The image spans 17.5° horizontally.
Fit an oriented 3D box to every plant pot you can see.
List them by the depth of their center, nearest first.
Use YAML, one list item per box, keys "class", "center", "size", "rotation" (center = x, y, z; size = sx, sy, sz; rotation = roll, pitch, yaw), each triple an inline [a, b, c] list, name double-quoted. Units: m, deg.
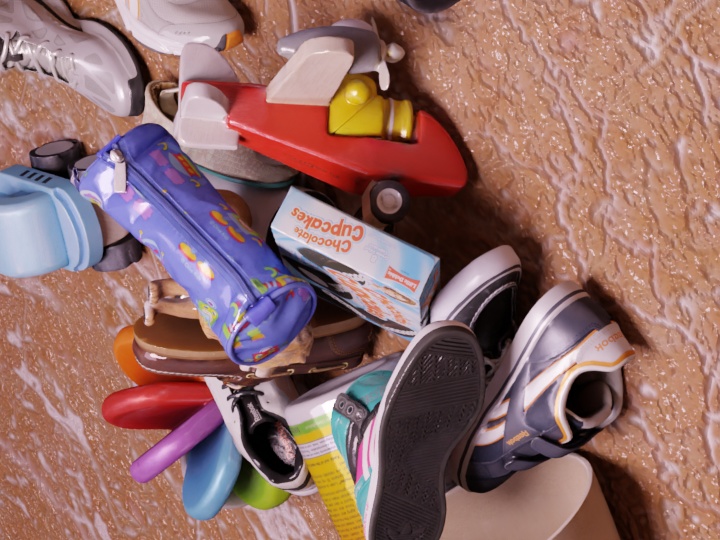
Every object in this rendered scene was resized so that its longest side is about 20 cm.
- class: "plant pot"
  center: [0.134, 0.266, 1.708]
  size: [0.187, 0.187, 0.200]
  rotation: [-7, 119, 55]

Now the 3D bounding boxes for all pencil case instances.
- class: "pencil case"
  center: [-0.119, -0.023, 1.676]
  size: [0.200, 0.078, 0.087]
  rotation: [46, -178, 22]

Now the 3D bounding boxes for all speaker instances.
- class: "speaker"
  center: [-0.106, -0.042, 1.888]
  size: [0.200, 0.081, 0.081]
  rotation: [17, 125, 48]

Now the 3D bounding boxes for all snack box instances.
- class: "snack box"
  center: [0.000, 0.000, 1.689]
  size: [0.116, 0.037, 0.200]
  rotation: [26, 171, 7]

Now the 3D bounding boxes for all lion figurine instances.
- class: "lion figurine"
  center: [-0.107, -0.011, 1.767]
  size: [0.073, 0.122, 0.200]
  rotation: [106, 157, -55]

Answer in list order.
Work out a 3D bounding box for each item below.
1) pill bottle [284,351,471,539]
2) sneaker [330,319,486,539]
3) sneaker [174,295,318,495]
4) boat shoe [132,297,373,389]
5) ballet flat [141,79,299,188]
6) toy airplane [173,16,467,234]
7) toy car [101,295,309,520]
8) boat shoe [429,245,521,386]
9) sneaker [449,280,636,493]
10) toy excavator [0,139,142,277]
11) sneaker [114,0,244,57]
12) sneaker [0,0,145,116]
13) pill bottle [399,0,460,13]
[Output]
- class: "pill bottle"
  center: [0.029, 0.175, 1.822]
  size: [0.111, 0.111, 0.200]
  rotation: [-21, 94, 56]
- class: "sneaker"
  center: [0.033, 0.097, 1.670]
  size: [0.121, 0.083, 0.200]
  rotation: [-114, 33, -53]
- class: "sneaker"
  center: [-0.087, 0.090, 1.876]
  size: [0.200, 0.074, 0.080]
  rotation: [56, -170, 7]
- class: "boat shoe"
  center: [-0.082, 0.061, 1.820]
  size: [0.070, 0.200, 0.070]
  rotation: [-120, 33, -47]
- class: "ballet flat"
  center: [-0.119, -0.114, 1.870]
  size: [0.200, 0.067, 0.063]
  rotation: [20, 117, 50]
- class: "toy airplane"
  center: [-0.037, -0.122, 1.679]
  size: [0.200, 0.141, 0.199]
  rotation: [9, 158, 39]
- class: "toy car"
  center: [-0.139, 0.124, 1.982]
  size: [0.200, 0.150, 0.175]
  rotation: [60, 146, 5]
- class: "boat shoe"
  center: [0.085, 0.058, 1.701]
  size: [0.068, 0.073, 0.199]
  rotation: [53, 146, 21]
- class: "sneaker"
  center: [0.128, 0.104, 1.658]
  size: [0.079, 0.078, 0.200]
  rotation: [43, 135, 21]
- class: "toy excavator"
  center: [-0.325, -0.038, 2.080]
  size: [0.194, 0.200, 0.100]
  rotation: [17, 124, 48]
- class: "sneaker"
  center: [-0.163, -0.243, 1.842]
  size: [0.200, 0.076, 0.092]
  rotation: [38, 134, 32]
- class: "sneaker"
  center: [-0.278, -0.177, 2.000]
  size: [0.200, 0.115, 0.076]
  rotation: [39, 139, 32]
- class: "pill bottle"
  center: [-0.006, -0.256, 1.580]
  size: [0.200, 0.112, 0.112]
  rotation: [38, 139, 33]
